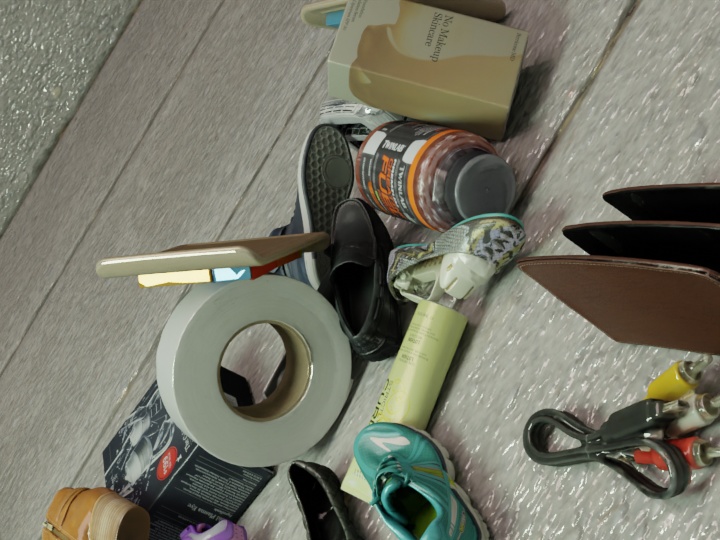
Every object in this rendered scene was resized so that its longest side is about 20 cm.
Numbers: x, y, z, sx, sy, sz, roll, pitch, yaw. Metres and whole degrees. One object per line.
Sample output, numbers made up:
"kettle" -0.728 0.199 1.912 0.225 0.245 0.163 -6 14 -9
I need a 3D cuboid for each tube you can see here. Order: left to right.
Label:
"tube" 0.044 0.128 1.072 0.058 0.051 0.202 126 167 -85

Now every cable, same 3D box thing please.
"cable" 0.199 0.133 0.846 0.200 0.050 0.098 -37 51 57

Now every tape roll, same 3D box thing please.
"tape roll" -0.111 0.101 1.180 0.204 0.201 0.071 -63 24 -8

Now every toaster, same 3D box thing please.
"toaster" 0.031 -0.213 1.337 0.130 0.113 0.199 -59 28 -9

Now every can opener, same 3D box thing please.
"can opener" -0.055 0.068 1.281 0.067 0.053 0.201 14 74 60

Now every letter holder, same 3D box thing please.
"letter holder" 0.228 -0.014 0.807 0.199 0.142 0.101 4 66 59

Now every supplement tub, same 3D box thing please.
"supplement tub" 0.079 -0.097 1.166 0.108 0.106 0.200 -60 28 -3

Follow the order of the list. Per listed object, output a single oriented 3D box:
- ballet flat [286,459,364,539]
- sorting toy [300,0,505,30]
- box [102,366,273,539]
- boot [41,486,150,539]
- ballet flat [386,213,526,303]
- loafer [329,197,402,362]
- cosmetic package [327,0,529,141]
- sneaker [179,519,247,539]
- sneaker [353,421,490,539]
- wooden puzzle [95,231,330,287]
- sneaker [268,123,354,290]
"ballet flat" -0.033 0.256 1.059 0.067 0.057 0.200 -52 29 13
"sorting toy" 0.048 -0.305 1.352 0.199 0.183 0.037 2 90 60
"box" -0.211 0.227 1.325 0.183 0.104 0.200 -53 29 14
"boot" -0.308 0.336 1.219 0.154 0.073 0.202 1 66 45
"ballet flat" 0.090 -0.001 1.100 0.200 0.072 0.073 -19 47 57
"loafer" 0.000 0.000 1.196 0.068 0.070 0.202 -25 54 22
"cosmetic package" 0.072 -0.221 1.198 0.071 0.198 0.106 92 -167 -67
"sneaker" -0.186 0.324 1.216 0.199 0.080 0.089 -27 47 36
"sneaker" 0.043 0.187 0.968 0.078 0.079 0.200 -54 33 5
"wooden puzzle" -0.148 -0.010 1.169 0.183 0.200 0.038 -4 94 21
"sneaker" -0.072 -0.070 1.366 0.146 0.076 0.205 -6 81 59
